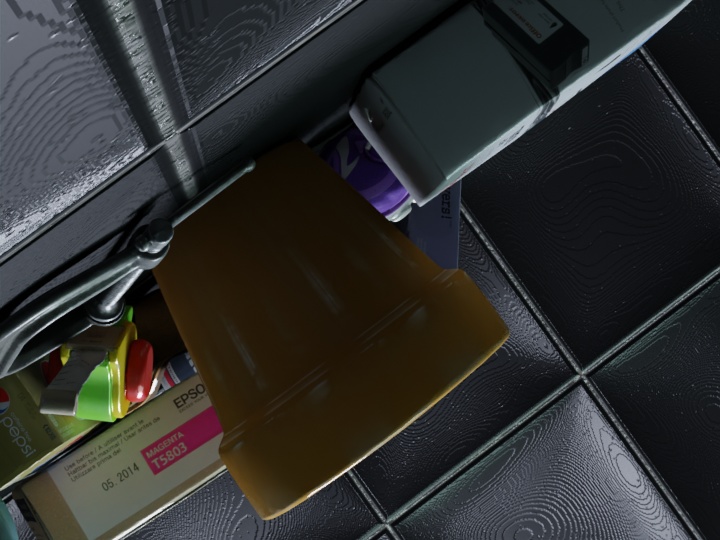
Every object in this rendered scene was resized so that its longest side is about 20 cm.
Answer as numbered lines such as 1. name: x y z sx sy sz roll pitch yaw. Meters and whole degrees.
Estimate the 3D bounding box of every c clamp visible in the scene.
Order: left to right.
1. c clamp: -0.155 0.016 0.926 0.170 0.027 0.200 -35 179 -31

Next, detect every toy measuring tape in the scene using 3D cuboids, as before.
1. toy measuring tape: -0.175 0.077 1.031 0.073 0.074 0.200 -36 -168 11

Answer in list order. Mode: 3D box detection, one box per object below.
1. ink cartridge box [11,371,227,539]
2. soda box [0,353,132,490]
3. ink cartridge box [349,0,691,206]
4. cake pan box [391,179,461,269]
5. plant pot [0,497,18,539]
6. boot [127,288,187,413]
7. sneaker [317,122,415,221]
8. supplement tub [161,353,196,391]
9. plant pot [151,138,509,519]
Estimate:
1. ink cartridge box: -0.161 0.143 1.211 0.199 0.075 0.165 -32 179 -18
2. soda box: -0.226 0.098 1.130 0.064 0.068 0.200 -36 179 6
3. ink cartridge box: 0.100 -0.137 1.030 0.199 0.085 0.145 -36 179 -6
4. cake pan box: 0.036 -0.035 1.356 0.052 0.202 0.184 7 165 -16
5. plant pot: -0.293 0.213 0.988 0.199 0.201 0.188 -36 -167 9
6. boot: -0.197 0.067 1.298 0.075 0.074 0.200 -13 161 -34
7. sneaker: 0.036 -0.109 1.147 0.200 0.081 0.084 -44 166 -25
8. supplement tub: -0.084 0.042 1.364 0.140 0.141 0.200 -36 178 -37
9. plant pot: -0.036 0.026 1.021 0.200 0.184 0.200 -37 179 -1
